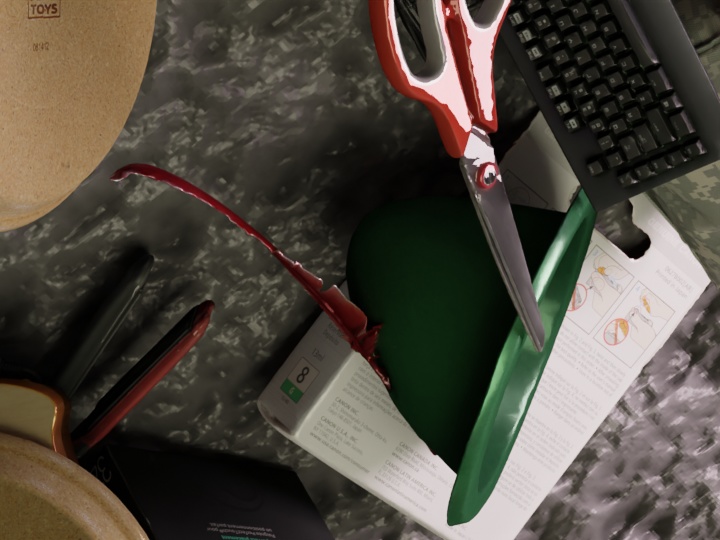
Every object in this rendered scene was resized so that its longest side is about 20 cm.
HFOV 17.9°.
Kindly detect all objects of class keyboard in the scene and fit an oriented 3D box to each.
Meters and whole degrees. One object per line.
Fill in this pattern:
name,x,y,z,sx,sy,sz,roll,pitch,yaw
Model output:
keyboard,0.061,-0.115,0.950,0.127,0.021,0.200,-23,100,36

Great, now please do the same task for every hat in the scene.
hat,0.000,0.000,1.032,0.176,0.166,0.200,22,141,10

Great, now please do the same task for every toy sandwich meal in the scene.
toy sandwich meal,-0.172,0.148,1.031,0.205,0.070,0.206,2,104,7
toy sandwich meal,-0.151,-0.114,0.866,0.070,0.205,0.205,7,136,26

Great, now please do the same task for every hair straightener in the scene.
hair straightener,-0.158,0.063,1.071,0.077,0.041,0.200,41,112,-12

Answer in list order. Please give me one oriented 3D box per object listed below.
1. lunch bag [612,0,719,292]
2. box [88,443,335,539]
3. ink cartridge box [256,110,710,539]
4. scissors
lunch bag,0.185,-0.081,1.019,0.168,0.140,0.200,-27,130,23
box,-0.072,0.206,1.088,0.124,0.200,0.149,12,122,-40
ink cartridge box,0.066,0.030,1.131,0.161,0.050,0.200,37,89,-38
scissors,0.039,-0.045,0.890,0.073,0.014,0.200,-27,123,-36
